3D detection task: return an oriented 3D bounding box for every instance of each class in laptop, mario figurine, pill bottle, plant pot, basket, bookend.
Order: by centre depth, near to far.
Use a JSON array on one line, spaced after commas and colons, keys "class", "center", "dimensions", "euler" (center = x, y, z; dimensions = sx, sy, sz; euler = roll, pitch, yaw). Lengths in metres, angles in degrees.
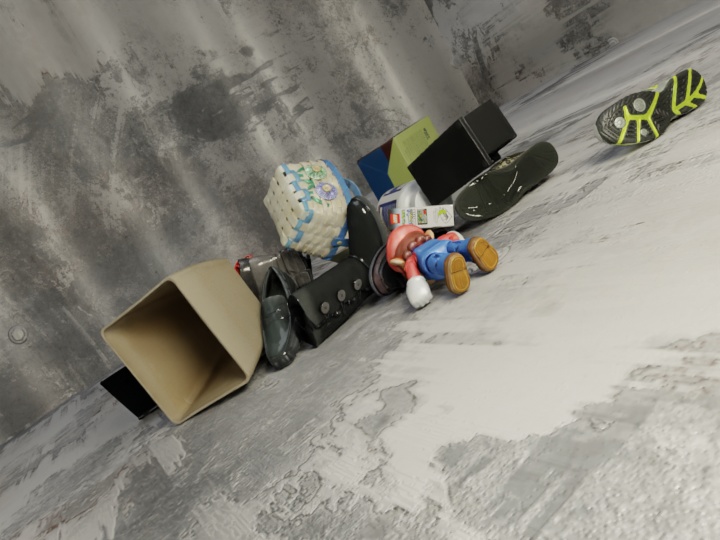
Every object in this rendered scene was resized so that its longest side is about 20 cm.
[{"class": "mario figurine", "center": [0.110, -0.005, 0.916], "dimensions": [0.121, 0.109, 0.199], "euler": [4, 5, -25]}, {"class": "plant pot", "center": [-0.269, 0.096, 1.108], "dimensions": [0.198, 0.201, 0.177], "euler": [-32, 11, 30]}, {"class": "basket", "center": [-0.057, -0.105, 1.167], "dimensions": [0.197, 0.178, 0.140], "euler": [5, -47, -42]}, {"class": "bookend", "center": [0.214, -0.230, 1.175], "dimensions": [0.199, 0.093, 0.198], "euler": [-36, 0, -27]}, {"class": "pill bottle", "center": [0.113, -0.126, 1.352], "dimensions": [0.110, 0.112, 0.200], "euler": [-34, 9, -15]}, {"class": "laptop", "center": [-0.402, 0.202, 1.356], "dimensions": [0.185, 0.117, 0.200], "euler": [-32, 9, -4]}]

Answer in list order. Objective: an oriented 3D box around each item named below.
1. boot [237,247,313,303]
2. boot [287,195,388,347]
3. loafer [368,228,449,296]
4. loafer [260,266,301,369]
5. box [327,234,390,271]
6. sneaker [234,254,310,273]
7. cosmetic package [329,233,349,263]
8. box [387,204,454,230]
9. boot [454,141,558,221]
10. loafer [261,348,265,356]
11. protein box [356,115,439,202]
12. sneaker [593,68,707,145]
[{"class": "boot", "center": [-0.144, 0.039, 1.227], "dimensions": [0.129, 0.202, 0.071], "euler": [-16, 52, -6]}, {"class": "boot", "center": [-0.040, -0.001, 1.047], "dimensions": [0.199, 0.168, 0.065], "euler": [-34, 23, -29]}, {"class": "loafer", "center": [0.082, -0.025, 1.062], "dimensions": [0.062, 0.073, 0.200], "euler": [-19, 12, 38]}, {"class": "loafer", "center": [-0.139, 0.074, 1.088], "dimensions": [0.067, 0.071, 0.203], "euler": [-25, 39, 15]}, {"class": "box", "center": [0.000, 0.000, 1.271], "dimensions": [0.198, 0.050, 0.162], "euler": [-30, 12, 22]}, {"class": "sneaker", "center": [-0.188, -0.005, 1.354], "dimensions": [0.067, 0.108, 0.202], "euler": [-13, 33, 49]}, {"class": "cosmetic package", "center": [-0.025, -0.076, 1.382], "dimensions": [0.086, 0.105, 0.200], "euler": [-28, -11, 15]}, {"class": "box", "center": [0.110, -0.091, 1.144], "dimensions": [0.107, 0.036, 0.200], "euler": [-3, 4, 8]}, {"class": "boot", "center": [0.244, -0.151, 1.184], "dimensions": [0.201, 0.074, 0.154], "euler": [-33, 4, -4]}, {"class": "loafer", "center": [-0.142, 0.090, 1.201], "dimensions": [0.198, 0.070, 0.075], "euler": [-31, 9, 10]}, {"class": "protein box", "center": [0.129, -0.252, 1.680], "dimensions": [0.134, 0.201, 0.200], "euler": [-23, 12, 40]}, {"class": "sneaker", "center": [0.433, -0.235, 1.003], "dimensions": [0.197, 0.077, 0.076], "euler": [-24, -1, -15]}]
